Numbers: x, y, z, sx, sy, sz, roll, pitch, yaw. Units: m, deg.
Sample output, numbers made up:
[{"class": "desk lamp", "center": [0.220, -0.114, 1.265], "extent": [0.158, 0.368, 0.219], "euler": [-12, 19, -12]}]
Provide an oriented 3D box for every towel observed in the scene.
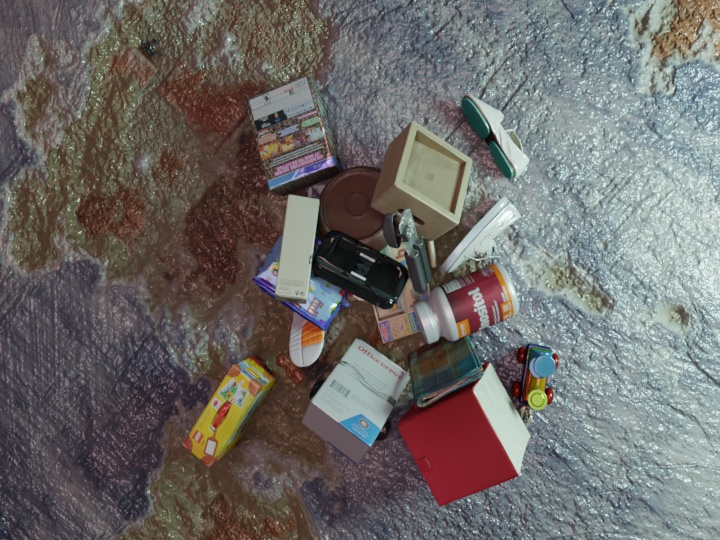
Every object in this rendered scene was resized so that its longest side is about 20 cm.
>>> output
[{"class": "towel", "center": [0.162, 0.186, 1.171], "extent": [0.144, 0.201, 0.022], "euler": [-29, 107, 8]}]

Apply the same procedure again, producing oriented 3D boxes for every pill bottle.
[{"class": "pill bottle", "center": [0.211, 0.073, 1.188], "extent": [0.195, 0.113, 0.116], "euler": [-22, 86, -1]}]

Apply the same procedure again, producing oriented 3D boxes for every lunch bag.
[{"class": "lunch bag", "center": [-0.105, 0.018, 1.250], "extent": [0.197, 0.094, 0.153], "euler": [31, 79, 10]}]

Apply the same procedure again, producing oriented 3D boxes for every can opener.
[{"class": "can opener", "center": [0.093, -0.039, 1.159], "extent": [0.065, 0.203, 0.054], "euler": [10, 52, 27]}]

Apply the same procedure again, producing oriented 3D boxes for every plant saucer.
[{"class": "plant saucer", "center": [-0.004, -0.131, 1.230], "extent": [0.193, 0.035, 0.207], "euler": [-3, 74, 9]}]

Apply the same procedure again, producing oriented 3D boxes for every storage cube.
[{"class": "storage cube", "center": [0.206, 0.315, 1.149], "extent": [0.177, 0.170, 0.204], "euler": [-31, 85, 26]}]

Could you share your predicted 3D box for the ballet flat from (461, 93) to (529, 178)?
[{"class": "ballet flat", "center": [0.285, -0.289, 1.223], "extent": [0.068, 0.069, 0.203], "euler": [-33, 88, 8]}]

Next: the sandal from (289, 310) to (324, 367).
[{"class": "sandal", "center": [-0.109, 0.110, 1.291], "extent": [0.077, 0.059, 0.213], "euler": [-4, 68, 13]}]

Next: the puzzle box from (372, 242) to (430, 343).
[{"class": "puzzle box", "center": [0.081, 0.038, 1.250], "extent": [0.129, 0.025, 0.206], "euler": [-17, 94, 3]}]

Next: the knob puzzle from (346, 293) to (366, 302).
[{"class": "knob puzzle", "center": [0.001, -0.031, 1.282], "extent": [0.212, 0.030, 0.228], "euler": [0, 90, 10]}]

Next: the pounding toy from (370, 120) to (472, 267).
[{"class": "pounding toy", "center": [0.129, -0.147, 1.185], "extent": [0.196, 0.142, 0.189], "euler": [27, 62, -18]}]

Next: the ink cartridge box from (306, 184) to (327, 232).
[{"class": "ink cartridge box", "center": [-0.024, -0.136, 1.273], "extent": [0.193, 0.039, 0.103], "euler": [-1, 74, 9]}]

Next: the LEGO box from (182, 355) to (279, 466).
[{"class": "LEGO box", "center": [-0.275, 0.299, 1.269], "extent": [0.076, 0.149, 0.203], "euler": [34, 95, 8]}]

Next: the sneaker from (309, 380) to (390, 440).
[{"class": "sneaker", "center": [-0.028, 0.312, 1.261], "extent": [0.196, 0.079, 0.077], "euler": [27, 94, 8]}]

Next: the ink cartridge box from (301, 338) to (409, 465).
[{"class": "ink cartridge box", "center": [-0.006, 0.262, 1.195], "extent": [0.143, 0.200, 0.085], "euler": [33, 133, 8]}]

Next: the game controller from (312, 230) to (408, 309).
[{"class": "game controller", "center": [0.000, 0.000, 1.205], "extent": [0.196, 0.042, 0.106], "euler": [27, 101, -6]}]

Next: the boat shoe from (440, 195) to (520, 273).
[{"class": "boat shoe", "center": [0.259, -0.053, 1.220], "extent": [0.086, 0.075, 0.202], "euler": [44, 87, 5]}]

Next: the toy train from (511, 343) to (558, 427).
[{"class": "toy train", "center": [0.349, 0.257, 1.174], "extent": [0.082, 0.116, 0.207], "euler": [9, 91, 10]}]

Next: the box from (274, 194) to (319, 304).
[{"class": "box", "center": [-0.128, -0.041, 1.182], "extent": [0.066, 0.082, 0.207], "euler": [8, 80, -5]}]

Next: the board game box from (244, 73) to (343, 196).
[{"class": "board game box", "center": [-0.143, -0.291, 1.276], "extent": [0.155, 0.097, 0.206], "euler": [-17, 87, 9]}]
